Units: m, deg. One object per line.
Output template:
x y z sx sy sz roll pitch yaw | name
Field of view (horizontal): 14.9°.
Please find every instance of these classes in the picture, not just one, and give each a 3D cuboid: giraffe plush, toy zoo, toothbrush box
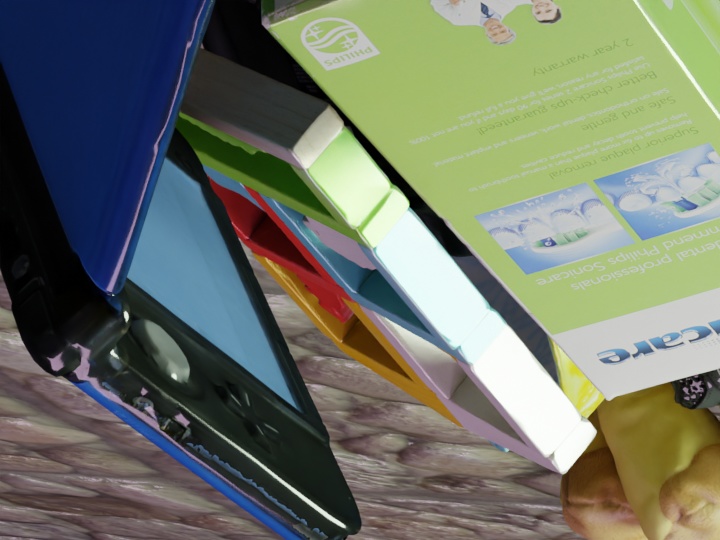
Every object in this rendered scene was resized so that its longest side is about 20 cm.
0.109 0.000 1.149 0.172 0.201 0.162 -31 129 30 | giraffe plush
0.000 0.000 0.905 0.131 0.020 0.200 27 163 50 | toy zoo
0.057 -0.081 0.724 0.086 0.146 0.200 -18 144 24 | toothbrush box

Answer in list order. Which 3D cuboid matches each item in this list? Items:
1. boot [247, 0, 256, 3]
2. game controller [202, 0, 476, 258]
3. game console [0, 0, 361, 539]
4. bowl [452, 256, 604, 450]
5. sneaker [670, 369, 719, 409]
-0.079 -0.146 0.817 0.131 0.070 0.200 18 156 -3 | boot
-0.003 -0.058 0.914 0.042 0.105 0.200 -18 -170 -19 | game controller
-0.045 -0.055 0.721 0.118 0.200 0.171 -41 128 12 | game console
0.053 -0.043 1.022 0.107 0.201 0.200 -33 177 -17 | bowl
0.152 -0.012 1.039 0.086 0.081 0.200 -24 -169 24 | sneaker
